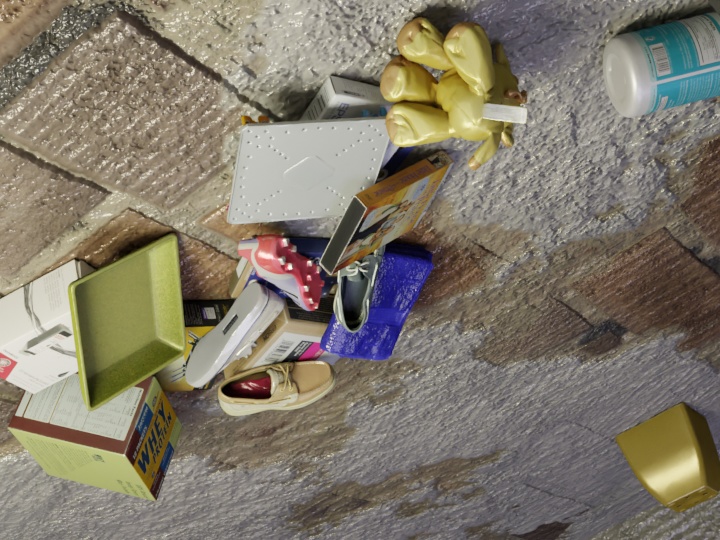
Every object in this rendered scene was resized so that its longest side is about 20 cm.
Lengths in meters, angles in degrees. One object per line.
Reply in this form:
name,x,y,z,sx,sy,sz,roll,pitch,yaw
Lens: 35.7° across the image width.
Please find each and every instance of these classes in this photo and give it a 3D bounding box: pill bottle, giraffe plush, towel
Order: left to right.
towel,0.030,0.052,1.790,0.146,0.050,0.202,4,117,-39
giraffe plush,0.141,-0.224,1.410,0.162,0.199,0.174,-22,137,-63
pill bottle,0.435,-0.280,1.502,0.198,0.112,0.111,-14,148,-6

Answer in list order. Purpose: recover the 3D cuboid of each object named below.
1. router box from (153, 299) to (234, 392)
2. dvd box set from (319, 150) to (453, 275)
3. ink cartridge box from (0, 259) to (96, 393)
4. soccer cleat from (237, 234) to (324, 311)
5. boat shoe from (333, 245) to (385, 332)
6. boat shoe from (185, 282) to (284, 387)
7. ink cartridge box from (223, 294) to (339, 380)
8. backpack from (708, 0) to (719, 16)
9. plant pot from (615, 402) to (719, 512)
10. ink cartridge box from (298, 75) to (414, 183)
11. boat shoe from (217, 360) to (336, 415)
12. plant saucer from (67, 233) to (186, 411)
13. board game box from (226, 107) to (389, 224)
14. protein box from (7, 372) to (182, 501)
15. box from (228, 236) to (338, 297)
router box,-0.296,0.125,1.808,0.155,0.053,0.201,-1,144,-25
dvd box set,0.038,-0.083,1.589,0.199,0.029,0.147,-30,159,-43
ink cartridge box,-0.448,0.085,1.640,0.198,0.084,0.147,-26,147,13
soccer cleat,-0.113,0.002,1.659,0.076,0.067,0.200,5,159,21
boat shoe,0.000,0.000,1.688,0.072,0.062,0.202,6,114,-11
boat shoe,-0.191,0.109,1.729,0.069,0.071,0.201,29,105,-38
ink cartridge box,-0.116,0.121,1.873,0.163,0.076,0.200,10,137,-36
backpack,0.532,-0.371,1.371,0.200,0.152,0.177,-41,140,24
plant pot,0.779,0.476,2.752,0.195,0.202,0.194,-33,146,21
ink cartridge box,-0.002,-0.167,1.520,0.198,0.041,0.200,5,141,-33
boat shoe,-0.137,0.188,1.822,0.198,0.075,0.067,-16,154,-3
plant saucer,-0.336,0.065,1.578,0.199,0.047,0.202,-32,130,-47
board game box,-0.071,-0.137,1.469,0.197,0.026,0.201,-6,148,-17
protein box,-0.416,0.251,1.787,0.197,0.136,0.199,11,150,12
box,-0.094,-0.003,1.735,0.198,0.033,0.122,-1,144,-28
